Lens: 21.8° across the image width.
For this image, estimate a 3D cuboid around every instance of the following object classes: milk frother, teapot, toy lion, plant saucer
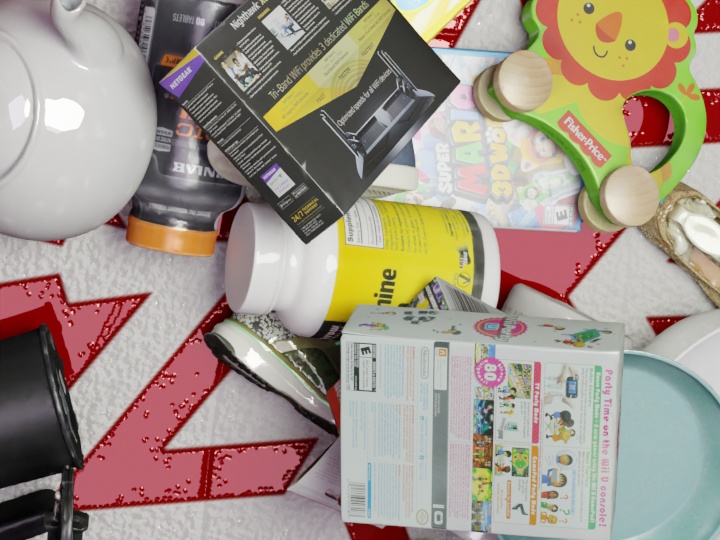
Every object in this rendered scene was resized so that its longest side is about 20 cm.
[{"bbox_3d":[-0.304,0.158,1.411,0.186,0.200,0.182,-16,103,-5],"label":"milk frother"},{"bbox_3d":[-0.259,-0.113,1.377,0.196,0.146,0.202,11,97,31],"label":"teapot"},{"bbox_3d":[0.202,-0.160,1.496,0.192,0.069,0.200,-45,96,-14],"label":"toy lion"},{"bbox_3d":[0.187,0.146,1.415,0.198,0.036,0.202,-1,111,-2],"label":"plant saucer"}]

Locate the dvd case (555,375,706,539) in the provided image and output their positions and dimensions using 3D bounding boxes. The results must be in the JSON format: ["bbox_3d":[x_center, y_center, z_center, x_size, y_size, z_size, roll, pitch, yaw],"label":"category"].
[{"bbox_3d":[0.184,0.161,1.448,0.200,0.016,0.149,41,105,-15],"label":"dvd case"}]

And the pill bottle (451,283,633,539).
[{"bbox_3d":[0.131,0.122,1.510,0.110,0.111,0.201,25,93,-10],"label":"pill bottle"}]

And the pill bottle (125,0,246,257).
[{"bbox_3d":[-0.132,-0.114,1.447,0.105,0.106,0.202,9,97,-9],"label":"pill bottle"}]

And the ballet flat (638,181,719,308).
[{"bbox_3d":[0.309,-0.002,1.542,0.199,0.065,0.071,34,92,-11],"label":"ballet flat"}]

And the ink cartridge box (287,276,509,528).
[{"bbox_3d":[0.037,0.106,1.446,0.109,0.051,0.200,27,116,-35],"label":"ink cartridge box"}]

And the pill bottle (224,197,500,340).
[{"bbox_3d":[0.000,0.000,1.460,0.198,0.112,0.114,6,96,-19],"label":"pill bottle"}]

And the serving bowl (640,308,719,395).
[{"bbox_3d":[0.270,0.113,1.527,0.199,0.066,0.202,-18,126,-26],"label":"serving bowl"}]

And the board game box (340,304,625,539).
[{"bbox_3d":[0.087,0.110,1.350,0.198,0.064,0.149,4,108,10],"label":"board game box"}]

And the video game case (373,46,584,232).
[{"bbox_3d":[0.088,-0.108,1.522,0.198,0.018,0.145,3,97,-8],"label":"video game case"}]

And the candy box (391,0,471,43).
[{"bbox_3d":[0.075,-0.272,1.488,0.200,0.026,0.102,-45,99,-4],"label":"candy box"}]

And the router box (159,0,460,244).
[{"bbox_3d":[-0.032,-0.138,1.369,0.157,0.052,0.200,48,44,-7],"label":"router box"}]

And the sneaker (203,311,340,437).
[{"bbox_3d":[-0.024,0.077,1.507,0.199,0.077,0.089,35,80,-14],"label":"sneaker"}]

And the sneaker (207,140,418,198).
[{"bbox_3d":[-0.037,-0.107,1.432,0.199,0.075,0.085,6,80,-46],"label":"sneaker"}]
